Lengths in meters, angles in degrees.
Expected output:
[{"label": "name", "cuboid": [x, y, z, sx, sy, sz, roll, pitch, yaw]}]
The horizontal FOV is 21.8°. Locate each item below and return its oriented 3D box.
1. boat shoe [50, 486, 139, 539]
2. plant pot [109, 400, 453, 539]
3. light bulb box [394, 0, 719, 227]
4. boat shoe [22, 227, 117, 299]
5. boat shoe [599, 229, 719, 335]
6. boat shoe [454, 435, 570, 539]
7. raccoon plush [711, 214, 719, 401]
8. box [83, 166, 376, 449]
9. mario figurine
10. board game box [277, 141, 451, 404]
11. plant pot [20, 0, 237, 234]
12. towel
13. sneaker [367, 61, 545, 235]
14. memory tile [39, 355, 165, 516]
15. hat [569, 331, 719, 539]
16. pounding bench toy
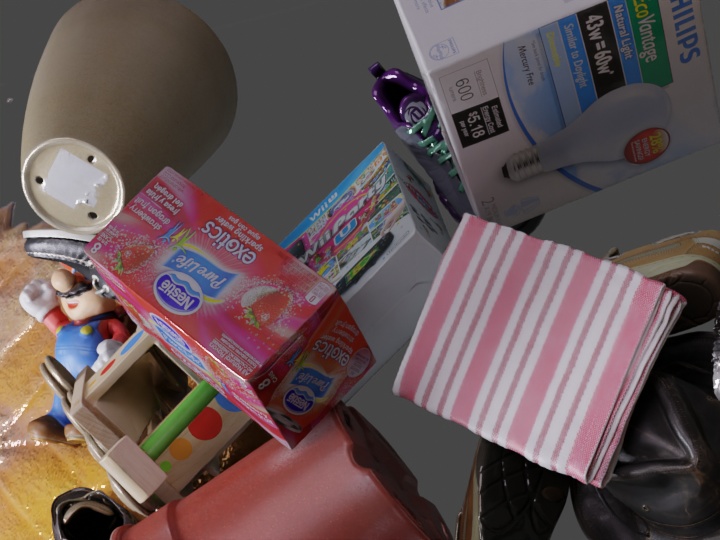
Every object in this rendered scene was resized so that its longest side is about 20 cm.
[{"label": "boat shoe", "cuboid": [-0.215, 0.217, 1.556, 0.074, 0.074, 0.200, -27, 25, -18]}, {"label": "plant pot", "cuboid": [-0.048, 0.210, 1.377, 0.195, 0.201, 0.201, -39, 47, 6]}, {"label": "light bulb box", "cuboid": [0.144, -0.159, 1.364, 0.199, 0.199, 0.125, -22, 51, 3]}, {"label": "boat shoe", "cuboid": [-0.201, 0.001, 1.639, 0.074, 0.198, 0.061, -161, 80, -86]}, {"label": "boat shoe", "cuboid": [0.183, 0.019, 1.374, 0.199, 0.072, 0.076, -15, 36, 31]}, {"label": "boat shoe", "cuboid": [0.097, 0.187, 1.337, 0.074, 0.075, 0.201, -30, 46, 62]}, {"label": "raccoon plush", "cuboid": [0.318, 0.001, 1.251, 0.133, 0.097, 0.202, -4, 70, 32]}, {"label": "box", "cuboid": [-0.096, 0.025, 1.356, 0.095, 0.100, 0.200, -45, 53, -14]}, {"label": "mario figurine", "cuboid": [-0.261, 0.055, 1.686, 0.122, 0.106, 0.202, 5, 76, 5]}, {"label": "board game box", "cuboid": [0.000, 0.000, 1.478, 0.148, 0.064, 0.200, -45, 20, 12]}, {"label": "plant pot", "cuboid": [-0.223, -0.122, 1.642, 0.187, 0.188, 0.200, -27, 21, 26]}, {"label": "towel", "cuboid": [0.120, 0.053, 1.309, 0.199, 0.030, 0.147, 22, 87, 41]}, {"label": "sneaker", "cuboid": [0.069, -0.095, 1.506, 0.075, 0.087, 0.200, -49, 45, 7]}, {"label": "memory tile", "cuboid": [-0.190, 0.161, 1.541, 0.017, 0.153, 0.200, -42, 44, 0]}, {"label": "hat", "cuboid": [0.212, 0.119, 1.274, 0.200, 0.081, 0.202, -19, 56, 30]}, {"label": "pounding bench toy", "cuboid": [-0.131, 0.094, 1.477, 0.156, 0.124, 0.200, -45, 12, 4]}]
